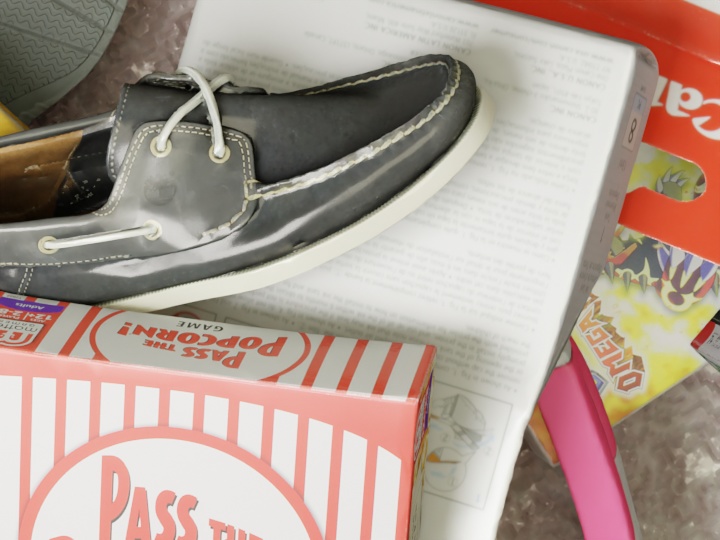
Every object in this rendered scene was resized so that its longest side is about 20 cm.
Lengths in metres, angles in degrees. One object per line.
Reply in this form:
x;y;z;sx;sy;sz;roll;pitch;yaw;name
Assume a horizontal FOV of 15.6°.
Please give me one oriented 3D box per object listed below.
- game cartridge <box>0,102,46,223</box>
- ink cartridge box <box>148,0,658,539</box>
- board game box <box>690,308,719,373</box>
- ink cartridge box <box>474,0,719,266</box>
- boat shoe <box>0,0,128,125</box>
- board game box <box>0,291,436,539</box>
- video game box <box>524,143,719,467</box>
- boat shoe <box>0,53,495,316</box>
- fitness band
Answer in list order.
-0.145;0.045;0.953;0.176;0.032;0.200;-45;122;-1;game cartridge
0.000;0.000;0.916;0.160;0.047;0.200;16;92;17;ink cartridge box
0.186;0.001;0.886;0.035;0.200;0.126;42;90;-8;board game box
0.125;-0.114;0.921;0.162;0.057;0.200;24;74;16;ink cartridge box
-0.151;-0.071;0.964;0.074;0.065;0.202;29;91;-29;boat shoe
-0.058;0.114;0.872;0.151;0.046;0.200;6;112;8;board game box
0.091;-0.058;0.996;0.182;0.047;0.200;-34;96;0;video game box
-0.055;-0.032;0.864;0.200;0.072;0.068;-17;124;14;boat shoe
0.026;0.086;0.972;0.143;0.037;0.200;-16;111;10;fitness band
